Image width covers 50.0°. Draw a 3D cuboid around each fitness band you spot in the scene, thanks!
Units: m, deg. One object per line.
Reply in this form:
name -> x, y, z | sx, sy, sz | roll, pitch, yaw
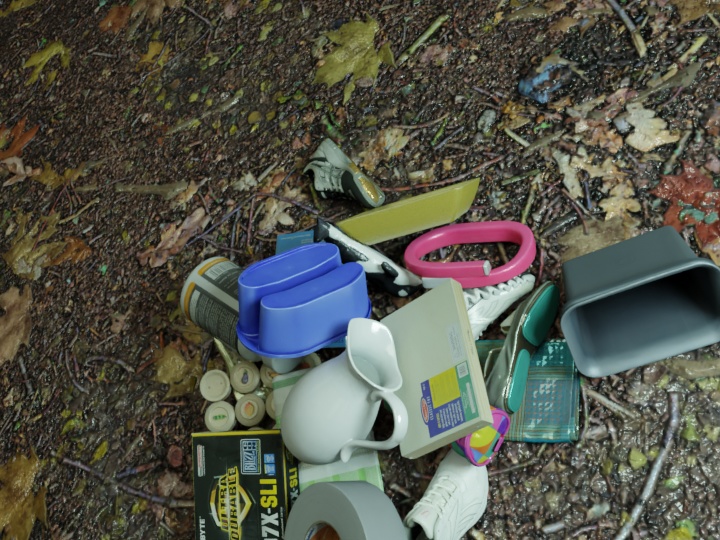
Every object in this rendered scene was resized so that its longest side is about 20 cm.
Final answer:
fitness band -> 0.160, -0.027, 1.148 | 0.198, 0.038, 0.144 | -1, 32, 30

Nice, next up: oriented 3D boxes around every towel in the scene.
towel -> 0.205, 0.164, 1.075 | 0.198, 0.022, 0.148 | -3, 62, 25
towel -> -0.049, 0.240, 1.133 | 0.148, 0.031, 0.202 | -16, 73, 16

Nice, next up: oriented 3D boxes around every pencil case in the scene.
pencil case -> 0.108, 0.187, 1.041 | 0.089, 0.088, 0.199 | -54, 38, -8

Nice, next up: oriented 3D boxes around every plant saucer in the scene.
plant saucer -> 0.084, -0.088, 1.195 | 0.198, 0.200, 0.049 | -14, 96, 19

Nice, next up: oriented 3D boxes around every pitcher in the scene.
pitcher -> -0.018, 0.190, 1.019 | 0.200, 0.120, 0.173 | -52, 43, 32

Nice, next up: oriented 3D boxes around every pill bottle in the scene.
pill bottle -> -0.173, 0.069, 1.186 | 0.199, 0.116, 0.117 | 30, 80, 28

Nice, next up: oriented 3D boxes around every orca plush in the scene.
orca plush -> 0.000, 0.000, 1.176 | 0.072, 0.199, 0.105 | -57, 37, 5

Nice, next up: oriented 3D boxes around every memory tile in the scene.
memory tile -> -0.146, 0.211, 1.186 | 0.198, 0.017, 0.155 | -12, 74, 7

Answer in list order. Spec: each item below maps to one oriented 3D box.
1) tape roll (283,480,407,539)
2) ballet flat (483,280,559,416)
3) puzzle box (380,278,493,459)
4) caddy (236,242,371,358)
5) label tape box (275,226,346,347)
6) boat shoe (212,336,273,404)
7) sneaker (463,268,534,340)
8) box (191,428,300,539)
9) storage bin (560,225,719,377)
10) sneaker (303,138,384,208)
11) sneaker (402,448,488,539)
tape roll -> -0.022, 0.375, 0.992 | 0.199, 0.066, 0.203 | -16, 70, 51
ballet flat -> 0.211, 0.100, 1.056 | 0.063, 0.067, 0.202 | 8, 67, 43
puzzle box -> 0.093, 0.127, 1.001 | 0.132, 0.025, 0.202 | -32, 51, 33
caddy -> -0.079, 0.048, 1.071 | 0.198, 0.106, 0.141 | -22, 37, -28
label tape box -> -0.069, 0.036, 1.255 | 0.142, 0.066, 0.202 | -6, 70, 24
boat shoe -> -0.193, 0.136, 1.266 | 0.062, 0.073, 0.201 | -27, 66, 4
sneaker -> 0.165, 0.058, 1.118 | 0.198, 0.082, 0.075 | -23, 18, -12
box -> -0.165, 0.334, 1.117 | 0.158, 0.049, 0.203 | -6, 82, 22
storage bin -> 0.361, 0.036, 1.008 | 0.198, 0.146, 0.135 | -20, 30, 16
sneaker -> -0.031, -0.146, 1.334 | 0.088, 0.076, 0.200 | -47, 43, 6
sneaker -> 0.103, 0.315, 0.997 | 0.077, 0.099, 0.202 | 15, 72, 32
